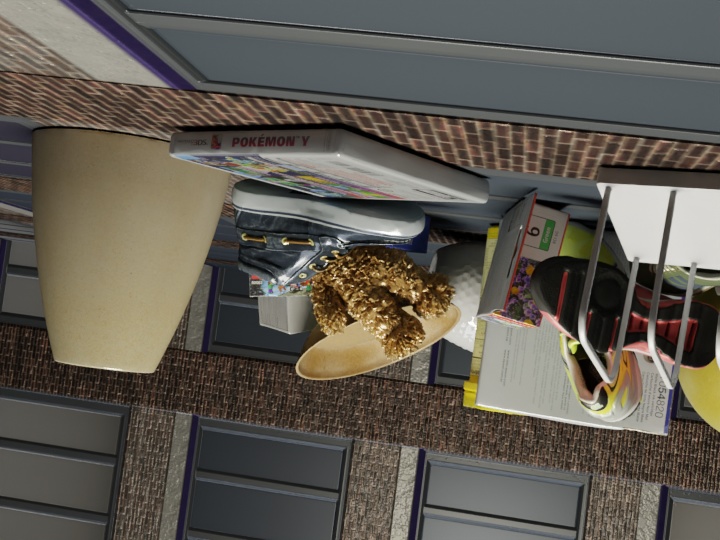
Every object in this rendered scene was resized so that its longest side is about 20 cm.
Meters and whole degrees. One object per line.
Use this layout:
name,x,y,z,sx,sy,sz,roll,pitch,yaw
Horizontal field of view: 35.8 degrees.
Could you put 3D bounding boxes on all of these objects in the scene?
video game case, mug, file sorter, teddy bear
video game case,-0.022,-0.083,0.901,0.181,0.023,0.199,5,177,39
mug,0.171,0.025,1.424,0.173,0.149,0.201,13,-153,-3
file sorter,0.269,0.019,0.789,0.198,0.126,0.139,5,160,26
teddy bear,0.000,0.000,1.126,0.144,0.201,0.067,-37,168,8

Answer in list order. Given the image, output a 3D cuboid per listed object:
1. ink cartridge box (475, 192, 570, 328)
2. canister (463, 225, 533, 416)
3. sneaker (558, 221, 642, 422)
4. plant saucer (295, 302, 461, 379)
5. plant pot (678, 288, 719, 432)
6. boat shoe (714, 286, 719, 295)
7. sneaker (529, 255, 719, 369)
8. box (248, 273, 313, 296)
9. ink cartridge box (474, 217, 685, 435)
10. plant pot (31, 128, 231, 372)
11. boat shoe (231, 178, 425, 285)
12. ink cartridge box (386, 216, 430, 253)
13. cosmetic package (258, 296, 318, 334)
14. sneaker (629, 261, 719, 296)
ink cartridge box,0.153,-0.004,1.032,0.050,0.110,0.200,16,177,0
canister,0.196,0.059,1.246,0.147,0.203,0.086,9,176,-28
sneaker,0.223,0.044,1.077,0.075,0.202,0.076,-22,161,26
plant saucer,0.016,0.067,1.264,0.198,0.036,0.201,-17,160,-7
plant pot,0.426,0.078,1.136,0.197,0.203,0.142,7,172,15
boat shoe,0.432,0.007,1.052,0.197,0.058,0.067,7,177,9
sneaker,0.225,0.041,1.001,0.198,0.075,0.087,20,177,-21
box,-0.043,-0.005,1.287,0.135,0.038,0.200,0,-172,6
ink cartridge box,0.229,0.056,1.149,0.197,0.202,0.041,9,179,11
plant pot,-0.224,-0.012,1.028,0.185,0.203,0.187,8,177,0
boat shoe,-0.031,-0.031,1.064,0.198,0.092,0.071,10,-155,24
ink cartridge box,-0.030,-0.051,1.254,0.198,0.045,0.094,5,178,33
cosmetic package,-0.015,0.035,1.321,0.198,0.051,0.082,-7,-170,-29
sneaker,0.289,-0.019,0.957,0.089,0.068,0.199,18,171,-30
